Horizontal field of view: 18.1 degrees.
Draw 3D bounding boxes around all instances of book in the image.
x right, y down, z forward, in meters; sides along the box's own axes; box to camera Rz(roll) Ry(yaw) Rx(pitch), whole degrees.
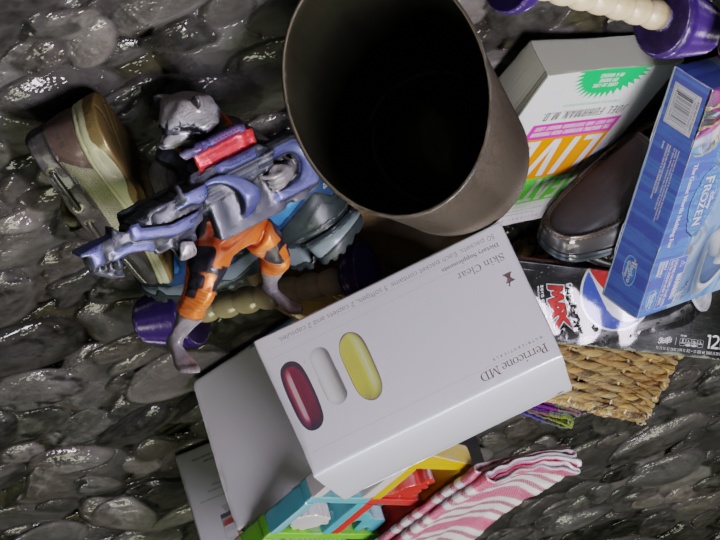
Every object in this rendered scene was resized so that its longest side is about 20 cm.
[{"bbox_3d":[0.140,-0.106,1.715,0.133,0.048,0.200,-8,151,-33],"label":"book"}]

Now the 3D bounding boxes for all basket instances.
[{"bbox_3d":[0.042,-0.100,1.547,0.135,0.182,0.200,-23,164,10],"label":"basket"},{"bbox_3d":[0.177,0.030,1.962,0.199,0.149,0.144,15,105,-47],"label":"basket"}]

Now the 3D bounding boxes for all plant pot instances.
[{"bbox_3d":[0.000,0.000,1.761,0.198,0.028,0.201,3,148,2],"label":"plant pot"}]

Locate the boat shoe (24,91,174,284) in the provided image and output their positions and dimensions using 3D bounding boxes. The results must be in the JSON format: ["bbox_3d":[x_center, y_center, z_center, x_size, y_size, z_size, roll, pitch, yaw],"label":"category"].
[{"bbox_3d":[-0.180,-0.053,1.586,0.064,0.074,0.201,-14,144,5],"label":"boat shoe"}]

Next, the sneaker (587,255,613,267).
[{"bbox_3d":[0.233,-0.044,1.833,0.198,0.072,0.083,-5,-173,-26],"label":"sneaker"}]

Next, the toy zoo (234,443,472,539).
[{"bbox_3d":[0.002,0.183,1.854,0.130,0.021,0.200,7,143,-41],"label":"toy zoo"}]

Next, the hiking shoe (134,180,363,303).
[{"bbox_3d":[-0.093,-0.038,1.674,0.199,0.074,0.087,-16,112,29],"label":"hiking shoe"}]

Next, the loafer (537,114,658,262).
[{"bbox_3d":[0.211,-0.079,1.730,0.200,0.073,0.073,-37,150,-28],"label":"loafer"}]

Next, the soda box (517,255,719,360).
[{"bbox_3d":[0.193,0.028,1.810,0.198,0.064,0.071,6,-176,-14],"label":"soda box"}]

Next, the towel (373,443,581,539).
[{"bbox_3d":[0.082,0.214,1.933,0.200,0.030,0.146,-41,159,34],"label":"towel"}]

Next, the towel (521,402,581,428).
[{"bbox_3d":[0.090,0.085,1.936,0.199,0.143,0.023,17,104,-54],"label":"towel"}]

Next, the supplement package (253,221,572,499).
[{"bbox_3d":[0.043,0.071,1.669,0.199,0.112,0.156,-26,166,2],"label":"supplement package"}]

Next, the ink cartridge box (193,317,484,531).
[{"bbox_3d":[-0.013,0.142,1.954,0.146,0.147,0.199,-33,150,26],"label":"ink cartridge box"}]

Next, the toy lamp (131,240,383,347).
[{"bbox_3d":[-0.082,0.020,1.727,0.199,0.059,0.058,-14,156,23],"label":"toy lamp"}]

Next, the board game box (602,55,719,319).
[{"bbox_3d":[0.288,-0.076,1.722,0.198,0.043,0.201,-18,134,-40],"label":"board game box"}]

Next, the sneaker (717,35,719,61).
[{"bbox_3d":[0.298,-0.224,1.540,0.074,0.081,0.201,12,118,-35],"label":"sneaker"}]

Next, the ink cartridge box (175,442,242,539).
[{"bbox_3d":[-0.087,0.265,2.076,0.083,0.201,0.145,-21,153,6],"label":"ink cartridge box"}]

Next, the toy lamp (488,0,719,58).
[{"bbox_3d":[0.172,-0.183,1.556,0.199,0.059,0.058,9,143,-38],"label":"toy lamp"}]

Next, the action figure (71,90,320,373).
[{"bbox_3d":[-0.121,-0.032,1.556,0.199,0.104,0.195,-20,121,-28],"label":"action figure"}]
